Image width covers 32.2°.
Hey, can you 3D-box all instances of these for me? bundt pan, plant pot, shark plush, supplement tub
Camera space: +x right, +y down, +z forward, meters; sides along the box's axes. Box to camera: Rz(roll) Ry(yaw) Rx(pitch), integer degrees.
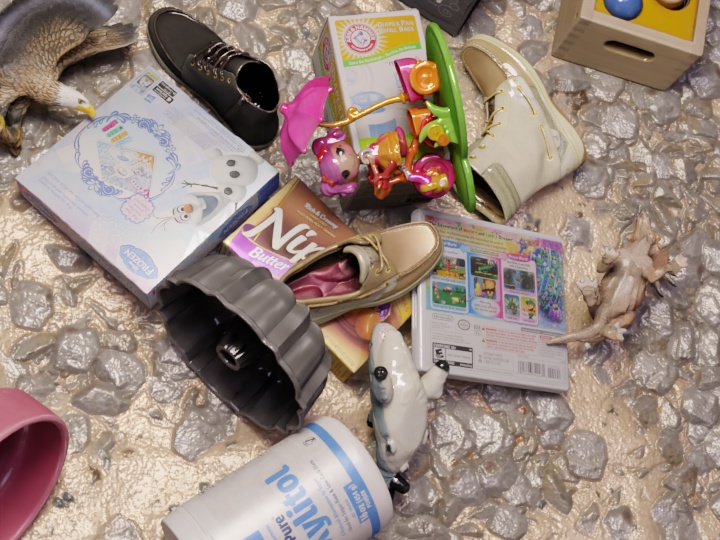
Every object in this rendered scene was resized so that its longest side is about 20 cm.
[{"bbox_3d":[-0.109,0.065,1.253,0.202,0.202,0.076,44,61,3],"label":"bundt pan"},{"bbox_3d":[-0.405,0.171,1.162,0.179,0.200,0.200,33,68,15],"label":"plant pot"},{"bbox_3d":[0.037,0.158,1.301,0.091,0.083,0.201,-16,111,-31],"label":"shark plush"},{"bbox_3d":[-0.080,0.247,1.234,0.200,0.132,0.132,-31,82,-20],"label":"supplement tub"}]

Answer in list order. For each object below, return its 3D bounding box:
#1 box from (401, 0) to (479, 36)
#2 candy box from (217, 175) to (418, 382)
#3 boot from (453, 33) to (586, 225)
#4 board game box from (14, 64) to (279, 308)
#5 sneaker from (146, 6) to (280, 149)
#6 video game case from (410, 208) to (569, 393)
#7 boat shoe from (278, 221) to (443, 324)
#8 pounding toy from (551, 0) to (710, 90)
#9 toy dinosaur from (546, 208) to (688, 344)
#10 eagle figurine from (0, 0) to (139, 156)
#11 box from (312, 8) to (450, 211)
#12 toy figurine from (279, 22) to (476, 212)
[{"bbox_3d":[0.126,-0.407,1.499,0.122,0.106,0.200,33,69,0],"label":"box"},{"bbox_3d":[-0.044,0.008,1.357,0.200,0.056,0.117,46,69,2],"label":"candy box"},{"bbox_3d":[0.150,-0.165,1.442,0.155,0.072,0.200,-37,88,-26],"label":"boot"},{"bbox_3d":[-0.226,-0.094,1.336,0.200,0.043,0.199,40,68,14],"label":"board game box"},{"bbox_3d":[-0.156,-0.234,1.380,0.200,0.106,0.075,46,69,4],"label":"sneaker"},{"bbox_3d":[0.144,0.035,1.379,0.199,0.024,0.183,10,70,-28],"label":"video game case"},{"bbox_3d":[0.000,0.000,1.293,0.200,0.066,0.074,-28,72,-13],"label":"boat shoe"},{"bbox_3d":[0.362,-0.342,1.512,0.199,0.142,0.185,16,71,-7],"label":"pounding toy"},{"bbox_3d":[0.296,0.025,1.411,0.086,0.136,0.200,37,88,14],"label":"toy dinosaur"},{"bbox_3d":[-0.334,-0.220,1.321,0.151,0.152,0.200,33,83,-39],"label":"eagle figurine"},{"bbox_3d":[0.022,-0.181,1.406,0.112,0.101,0.201,-7,75,-15],"label":"box"},{"bbox_3d":[0.010,-0.137,1.288,0.183,0.150,0.201,-14,101,-3],"label":"toy figurine"}]
